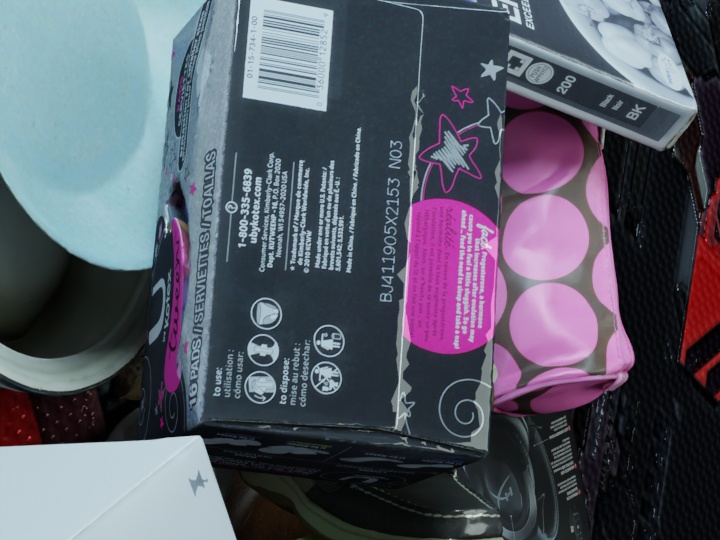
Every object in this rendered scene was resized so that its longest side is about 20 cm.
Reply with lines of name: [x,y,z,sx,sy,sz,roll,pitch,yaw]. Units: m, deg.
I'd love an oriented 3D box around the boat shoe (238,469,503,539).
boat shoe: [0.003,0.092,1.147,0.072,0.201,0.066,5,96,-29]

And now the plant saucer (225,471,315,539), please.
plant saucer: [-0.042,0.186,1.289,0.200,0.034,0.201,16,71,-55]

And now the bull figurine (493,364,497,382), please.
bull figurine: [0.018,0.041,1.282,0.065,0.121,0.200,-1,79,-37]

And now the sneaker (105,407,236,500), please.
sneaker: [-0.092,0.119,1.156,0.075,0.100,0.200,63,32,-15]

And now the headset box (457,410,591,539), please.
headset box: [0.065,0.124,1.421,0.149,0.077,0.200,-18,101,-56]

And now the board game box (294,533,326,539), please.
board game box: [0.048,0.171,1.163,0.045,0.134,0.200,-68,161,8]

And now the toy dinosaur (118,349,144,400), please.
toy dinosaur: [-0.087,0.022,1.233,0.200,0.060,0.106,-17,105,-65]

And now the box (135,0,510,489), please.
box: [-0.019,-0.015,1.041,0.132,0.115,0.200,8,74,-17]

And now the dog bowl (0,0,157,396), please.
dog bowl: [-0.168,-0.040,1.096,0.200,0.074,0.200,14,72,-54]

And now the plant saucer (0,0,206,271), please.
plant saucer: [-0.123,-0.098,1.073,0.201,0.039,0.201,13,74,-54]

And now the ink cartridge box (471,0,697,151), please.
ink cartridge box: [0.079,-0.169,1.340,0.200,0.043,0.198,18,37,-23]

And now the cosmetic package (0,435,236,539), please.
cosmetic package: [-0.142,0.184,0.984,0.123,0.200,0.200,-40,117,-52]

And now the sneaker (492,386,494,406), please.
sneaker: [0.000,0.000,1.163,0.200,0.067,0.090,58,-2,-3]

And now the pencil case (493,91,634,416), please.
pencil case: [0.108,-0.019,1.366,0.091,0.094,0.200,49,35,-74]
